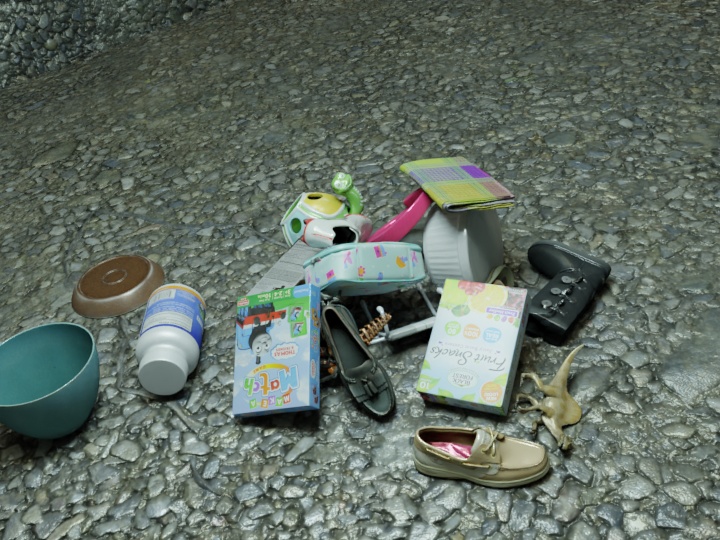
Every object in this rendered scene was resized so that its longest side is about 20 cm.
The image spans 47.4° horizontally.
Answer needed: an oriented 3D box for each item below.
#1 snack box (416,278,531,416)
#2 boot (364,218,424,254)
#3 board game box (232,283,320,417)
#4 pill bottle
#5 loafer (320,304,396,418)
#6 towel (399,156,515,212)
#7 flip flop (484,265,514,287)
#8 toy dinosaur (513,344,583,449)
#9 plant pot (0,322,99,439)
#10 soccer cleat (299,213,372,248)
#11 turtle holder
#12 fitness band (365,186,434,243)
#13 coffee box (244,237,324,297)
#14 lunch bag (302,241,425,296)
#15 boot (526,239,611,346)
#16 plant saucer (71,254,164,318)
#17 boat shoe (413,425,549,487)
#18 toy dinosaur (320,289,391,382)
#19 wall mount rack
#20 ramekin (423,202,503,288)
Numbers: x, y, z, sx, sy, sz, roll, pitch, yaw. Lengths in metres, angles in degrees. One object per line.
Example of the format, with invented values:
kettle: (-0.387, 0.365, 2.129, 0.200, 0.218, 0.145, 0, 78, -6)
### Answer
snack box: (0.185, 0.119, 1.317, 0.141, 0.053, 0.201, 7, 66, 25)
boot: (0.093, -0.046, 1.638, 0.198, 0.073, 0.182, 11, 42, 17)
board game box: (-0.137, 0.132, 1.345, 0.150, 0.037, 0.202, -11, 68, 26)
pill bottle: (-0.339, 0.124, 1.463, 0.111, 0.113, 0.201, -9, 36, 2)
loafer: (-0.011, 0.144, 1.304, 0.072, 0.063, 0.201, -31, 77, 3)
towel: (0.166, -0.152, 1.441, 0.142, 0.023, 0.200, -8, 31, -21)
flip flop: (0.246, 0.056, 1.435, 0.057, 0.082, 0.200, -5, 28, 29)
toy dinosaur: (0.292, 0.197, 1.263, 0.100, 0.058, 0.201, 13, 47, 7)
plant pot: (-0.524, 0.203, 1.380, 0.198, 0.136, 0.201, -7, 36, 5)
soccer cleat: (-0.026, -0.065, 1.495, 0.085, 0.069, 0.199, 20, 13, 33)
turtle holder: (-0.075, -0.093, 1.619, 0.185, 0.131, 0.141, -38, 19, 50)
fitness band: (0.077, -0.095, 1.517, 0.144, 0.037, 0.200, -46, 6, -23)
coffee box: (-0.122, 0.043, 1.518, 0.079, 0.114, 0.200, 10, 39, 27)
lunch bag: (0.000, 0.000, 1.446, 0.198, 0.078, 0.160, -1, -10, -30)
boot: (0.332, 0.036, 1.462, 0.164, 0.066, 0.200, 17, 48, 35)
plant saucer: (-0.512, 0.024, 1.715, 0.198, 0.035, 0.201, -7, 36, 5)
boat shoe: (0.170, 0.260, 1.178, 0.198, 0.070, 0.074, -1, 36, 13)
toy dinosaur: (-0.040, 0.114, 1.391, 0.198, 0.102, 0.137, -14, 66, 3)
wall mount rack: (0.080, 0.073, 1.467, 0.198, 0.075, 0.174, -17, 2, -10)
ramekin: (0.187, -0.046, 1.500, 0.093, 0.204, 0.203, -4, 34, 28)
